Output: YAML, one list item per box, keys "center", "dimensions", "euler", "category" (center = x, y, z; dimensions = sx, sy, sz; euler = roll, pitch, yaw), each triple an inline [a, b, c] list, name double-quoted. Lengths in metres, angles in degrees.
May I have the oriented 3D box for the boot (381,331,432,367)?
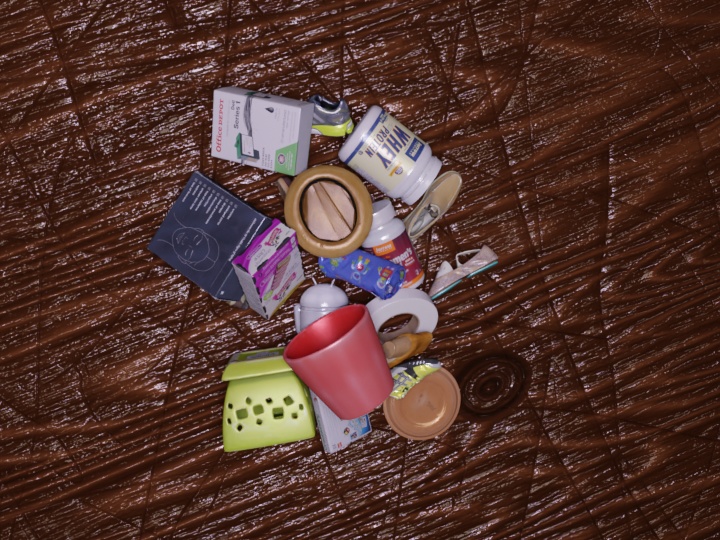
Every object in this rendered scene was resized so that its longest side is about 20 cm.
- center: [0.067, 0.204, 1.348]
  dimensions: [0.144, 0.201, 0.071]
  euler: [-3, 63, -46]
  category: "boot"

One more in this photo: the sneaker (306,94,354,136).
- center: [-0.114, -0.345, 1.275]
  dimensions: [0.199, 0.074, 0.081]
  euler: [0, 131, 4]
  category: "sneaker"

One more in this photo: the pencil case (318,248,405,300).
- center: [0.000, 0.000, 1.275]
  dimensions: [0.200, 0.078, 0.087]
  euler: [22, 86, 26]
  category: "pencil case"

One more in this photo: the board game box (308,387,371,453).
- center: [-0.050, 0.314, 1.384]
  dimensions: [0.126, 0.035, 0.201]
  euler: [-18, 100, -35]
  category: "board game box"

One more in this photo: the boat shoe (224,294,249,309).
- center: [-0.236, -0.002, 1.332]
  dimensions: [0.065, 0.073, 0.200]
  euler: [33, 93, -30]
  category: "boat shoe"

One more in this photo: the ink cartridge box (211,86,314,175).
- center: [-0.210, -0.298, 1.235]
  dimensions: [0.199, 0.084, 0.147]
  euler: [14, 115, 12]
  category: "ink cartridge box"

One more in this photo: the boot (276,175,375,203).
- center: [-0.077, -0.171, 1.341]
  dimensions: [0.166, 0.072, 0.200]
  euler: [-41, 100, -14]
  category: "boot"

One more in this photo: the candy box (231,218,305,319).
- center: [-0.190, 0.002, 1.246]
  dimensions: [0.061, 0.200, 0.136]
  euler: [33, 66, 18]
  category: "candy box"

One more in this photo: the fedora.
- center: [-0.068, -0.125, 1.255]
  dimensions: [0.200, 0.082, 0.201]
  euler: [0, 88, -1]
  category: "fedora"

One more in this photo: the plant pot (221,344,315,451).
- center: [-0.211, 0.275, 1.305]
  dimensions: [0.199, 0.199, 0.182]
  euler: [-7, 92, -7]
  category: "plant pot"

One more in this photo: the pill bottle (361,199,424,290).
- center: [0.064, -0.051, 1.328]
  dimensions: [0.109, 0.110, 0.200]
  euler: [-26, 110, -4]
  category: "pill bottle"

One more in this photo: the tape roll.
- center: [0.082, 0.125, 1.349]
  dimensions: [0.202, 0.037, 0.203]
  euler: [-13, 137, -13]
  category: "tape roll"

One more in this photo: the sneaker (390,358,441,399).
- center: [0.103, 0.262, 1.384]
  dimensions: [0.200, 0.075, 0.077]
  euler: [-23, 75, 18]
  category: "sneaker"

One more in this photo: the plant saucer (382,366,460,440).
- center: [0.153, 0.326, 1.444]
  dimensions: [0.200, 0.032, 0.201]
  euler: [-1, 98, -8]
  category: "plant saucer"

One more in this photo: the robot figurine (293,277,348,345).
- center: [-0.082, 0.117, 1.339]
  dimensions: [0.169, 0.113, 0.201]
  euler: [1, 96, 28]
  category: "robot figurine"

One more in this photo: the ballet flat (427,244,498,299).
- center: [0.235, -0.001, 1.405]
  dimensions: [0.200, 0.068, 0.067]
  euler: [-28, 81, -9]
  category: "ballet flat"

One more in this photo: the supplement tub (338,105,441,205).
- center: [0.067, -0.254, 1.300]
  dimensions: [0.200, 0.145, 0.145]
  euler: [35, 91, -11]
  category: "supplement tub"

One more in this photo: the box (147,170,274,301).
- center: [-0.307, -0.070, 1.248]
  dimensions: [0.196, 0.124, 0.200]
  euler: [34, 92, 16]
  category: "box"

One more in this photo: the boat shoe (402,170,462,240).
- center: [0.174, -0.149, 1.363]
  dimensions: [0.072, 0.076, 0.200]
  euler: [37, 91, -11]
  category: "boat shoe"

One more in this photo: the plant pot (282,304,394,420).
- center: [-0.031, 0.196, 1.206]
  dimensions: [0.200, 0.200, 0.178]
  euler: [-31, 104, -3]
  category: "plant pot"
